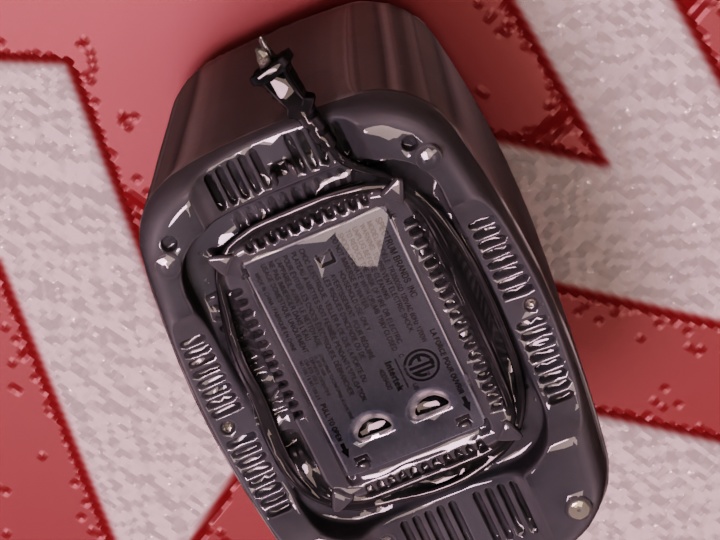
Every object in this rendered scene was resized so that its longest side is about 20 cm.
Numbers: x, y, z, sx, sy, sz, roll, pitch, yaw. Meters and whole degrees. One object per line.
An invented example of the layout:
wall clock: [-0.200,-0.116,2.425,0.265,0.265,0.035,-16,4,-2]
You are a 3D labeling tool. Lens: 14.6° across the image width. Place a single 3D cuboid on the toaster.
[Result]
toaster: [0.000,0.000,0.897,0.114,0.129,0.200,-24,113,8]
